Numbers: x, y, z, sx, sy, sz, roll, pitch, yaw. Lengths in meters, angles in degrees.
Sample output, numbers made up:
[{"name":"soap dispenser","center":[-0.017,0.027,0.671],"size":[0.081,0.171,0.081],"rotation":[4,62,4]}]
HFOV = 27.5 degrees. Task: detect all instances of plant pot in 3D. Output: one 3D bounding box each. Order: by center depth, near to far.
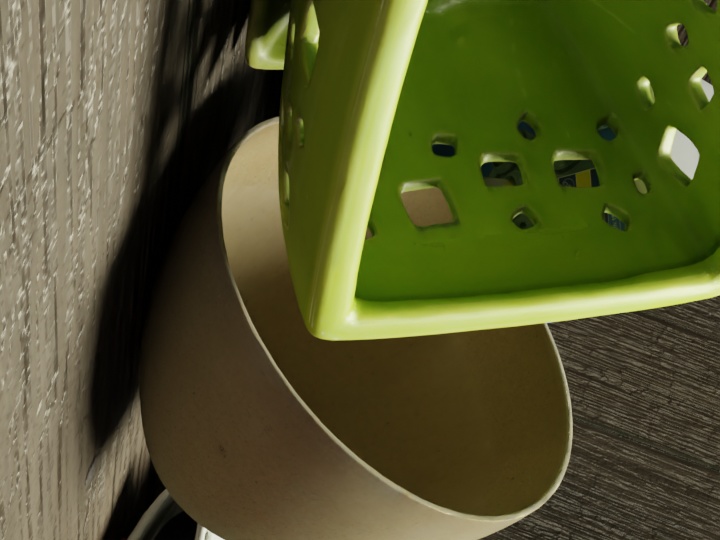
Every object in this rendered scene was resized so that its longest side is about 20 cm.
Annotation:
[{"name":"plant pot","center":[0.061,-0.110,0.577],"size":[0.200,0.199,0.182],"rotation":[106,-29,-45]},{"name":"plant pot","center":[-0.021,0.052,0.659],"size":[0.134,0.200,0.201],"rotation":[-41,-165,33]}]

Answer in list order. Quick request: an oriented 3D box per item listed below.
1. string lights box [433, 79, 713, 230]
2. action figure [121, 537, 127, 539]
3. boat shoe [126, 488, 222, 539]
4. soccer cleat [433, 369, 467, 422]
[{"name":"string lights box","center":[0.083,-0.027,0.748],"size":[0.059,0.199,0.103],"rotation":[17,66,-48]},{"name":"action figure","center":[-0.117,0.177,0.836],"size":[0.066,0.051,0.201],"rotation":[91,20,-67]},{"name":"boat shoe","center":[-0.125,0.201,0.747],"size":[0.065,0.073,0.201],"rotation":[67,39,-55]},{"name":"soccer cleat","center":[0.000,0.068,0.807],"size":[0.199,0.081,0.068],"rotation":[-2,-115,45]}]
